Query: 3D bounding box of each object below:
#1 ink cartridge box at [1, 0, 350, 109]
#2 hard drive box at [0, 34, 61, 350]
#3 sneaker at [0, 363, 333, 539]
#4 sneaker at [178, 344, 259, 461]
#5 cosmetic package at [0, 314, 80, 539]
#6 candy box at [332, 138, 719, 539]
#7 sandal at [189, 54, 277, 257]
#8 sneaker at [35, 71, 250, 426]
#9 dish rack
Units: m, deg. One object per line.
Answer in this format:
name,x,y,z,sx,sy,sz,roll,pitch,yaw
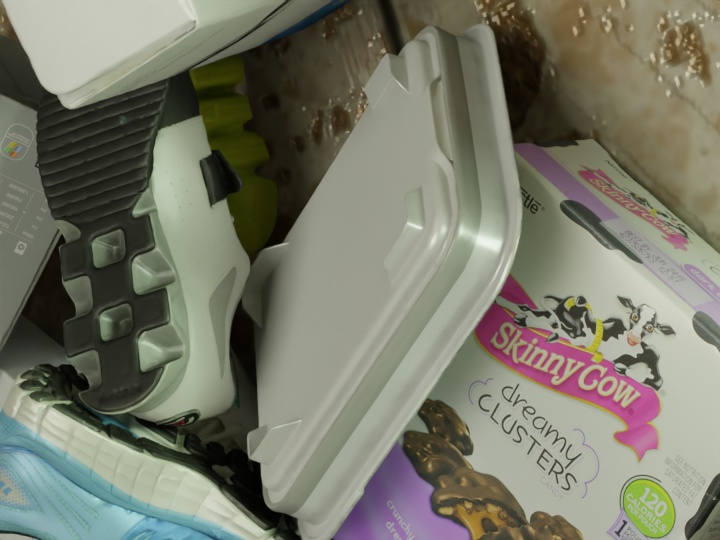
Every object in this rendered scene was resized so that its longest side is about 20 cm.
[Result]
ink cartridge box,-0.078,-0.166,1.200,0.084,0.200,0.145,-27,90,32
hard drive box,-0.212,-0.011,1.349,0.201,0.076,0.156,-63,23,9
sneaker,-0.083,0.123,1.242,0.199,0.078,0.090,31,105,-10
sneaker,-0.080,0.067,1.305,0.070,0.080,0.201,-33,74,7
cosmetic package,-0.166,0.114,1.352,0.200,0.051,0.152,-151,64,-64
candy box,0.089,0.073,1.186,0.168,0.071,0.201,43,118,29
sandal,-0.095,-0.102,1.319,0.087,0.079,0.202,0,92,42
sneaker,-0.091,-0.026,1.250,0.074,0.088,0.201,-12,72,30
dish rack,0.000,0.000,1.202,0.200,0.043,0.172,-56,24,34
